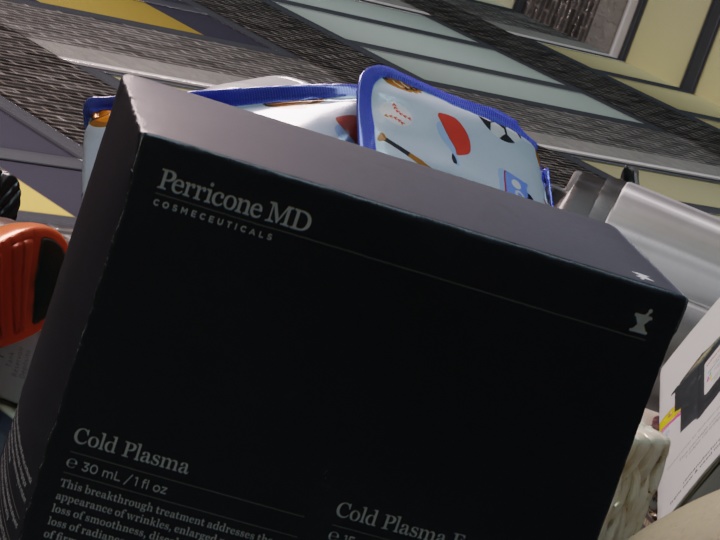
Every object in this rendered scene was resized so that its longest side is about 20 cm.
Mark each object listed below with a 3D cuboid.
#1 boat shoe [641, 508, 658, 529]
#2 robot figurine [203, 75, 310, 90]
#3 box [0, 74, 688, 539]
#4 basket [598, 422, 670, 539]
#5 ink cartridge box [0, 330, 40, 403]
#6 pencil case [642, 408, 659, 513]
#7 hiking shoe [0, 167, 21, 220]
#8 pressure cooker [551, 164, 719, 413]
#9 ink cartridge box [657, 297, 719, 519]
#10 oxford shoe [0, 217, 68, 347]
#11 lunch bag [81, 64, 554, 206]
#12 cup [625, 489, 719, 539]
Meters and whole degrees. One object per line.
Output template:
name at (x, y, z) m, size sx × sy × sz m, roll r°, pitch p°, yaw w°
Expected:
boat shoe at (0.130, 0.153, 1.224) m, size 0.073 × 0.075 × 0.200 m, roll 21°, pitch 17°, yaw -46°
robot figurine at (-0.070, -0.078, 1.759) m, size 0.168 × 0.114 × 0.200 m, roll 6°, pitch 9°, yaw 14°
box at (-0.015, 0.052, 0.882) m, size 0.199 × 0.183 × 0.104 m, roll 17°, pitch 13°, yaw -13°
basket at (0.025, 0.095, 1.140) m, size 0.199 × 0.136 × 0.123 m, roll 27°, pitch 10°, yaw 30°
ink cartridge box at (-0.196, 0.022, 1.325) m, size 0.199 × 0.048 × 0.160 m, roll 16°, pitch 12°, yaw 9°
pencil case at (0.111, 0.100, 1.370) m, size 0.199 × 0.090 × 0.078 m, roll 22°, pitch 49°, yaw 14°
hiking shoe at (-0.300, -0.058, 1.451) m, size 0.199 × 0.076 × 0.100 m, roll 21°, pitch 0°, yaw -41°
pressure cooker at (0.158, 0.036, 1.485) m, size 0.199 × 0.180 × 0.176 m, roll 22°, pitch 15°, yaw 7°
ink cartridge box at (0.227, 0.100, 1.243) m, size 0.145 × 0.083 × 0.200 m, roll 36°, pitch 20°, yaw -6°
oxford shoe at (-0.231, 0.019, 1.182) m, size 0.072 × 0.072 × 0.199 m, roll 16°, pitch 22°, yaw 38°
lunch bag at (-0.014, 0.009, 1.027) m, size 0.198 × 0.124 × 0.171 m, roll -2°, pitch 48°, yaw -2°
cup at (0.153, 0.167, 0.964) m, size 0.143 × 0.202 × 0.200 m, roll -2°, pitch -7°, yaw 45°
